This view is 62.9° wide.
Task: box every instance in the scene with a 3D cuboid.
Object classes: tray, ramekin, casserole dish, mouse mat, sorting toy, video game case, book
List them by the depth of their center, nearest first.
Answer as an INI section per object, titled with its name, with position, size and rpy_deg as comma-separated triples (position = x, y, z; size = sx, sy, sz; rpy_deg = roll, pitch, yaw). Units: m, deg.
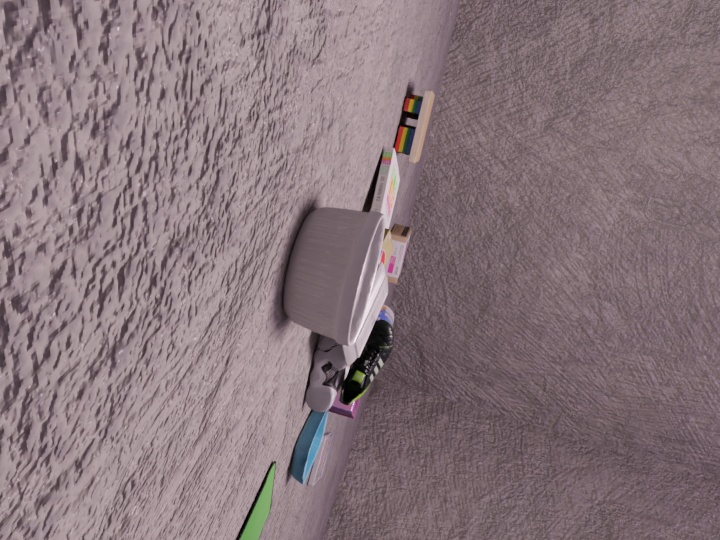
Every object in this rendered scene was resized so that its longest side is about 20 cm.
[ramekin]
position = -0.038, 0.002, 0.865
size = 0.200, 0.105, 0.201
rpy_deg = 14, 90, -84
[mouse mat]
position = -0.188, 0.453, 1.025
size = 0.200, 0.008, 0.161
rpy_deg = -67, 170, -58
[tray]
position = 0.016, 0.090, 1.183
size = 0.108, 0.022, 0.200
rpy_deg = 83, 29, -59
[casserole dish]
position = -0.118, 0.396, 1.354
size = 0.200, 0.039, 0.122
rpy_deg = -58, 162, -67
[book]
position = 0.056, -0.185, 1.458
size = 0.134, 0.048, 0.201
rpy_deg = 79, 20, -62
[sorting toy]
position = 0.155, -0.422, 1.715
size = 0.199, 0.069, 0.201
rpy_deg = -53, 156, -74
[video game case]
position = -0.120, 0.575, 1.811
size = 0.200, 0.018, 0.144
rpy_deg = 73, 31, -78

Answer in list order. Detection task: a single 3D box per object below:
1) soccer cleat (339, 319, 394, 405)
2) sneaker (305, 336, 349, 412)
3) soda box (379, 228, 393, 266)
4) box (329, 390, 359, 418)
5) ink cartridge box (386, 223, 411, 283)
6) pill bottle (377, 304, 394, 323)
[soccer cleat]
position = 0.013, 0.196, 1.230
size = 0.200, 0.067, 0.081
rpy_deg = -65, 173, 19
[sneaker]
position = -0.059, 0.194, 1.262
size = 0.115, 0.075, 0.201
rpy_deg = -56, 164, -73
[soda box]
position = 0.000, 0.000, 1.201
size = 0.068, 0.064, 0.200
rpy_deg = 77, 32, -46
[box]
position = -0.039, 0.265, 1.477
size = 0.200, 0.096, 0.176
rpy_deg = 84, 22, -71
[ink cartridge box]
position = 0.141, -0.068, 2.360
size = 0.165, 0.075, 0.201
rpy_deg = -62, 165, -69
[pill bottle]
position = 0.039, 0.212, 1.952
size = 0.200, 0.112, 0.112
rpy_deg = -68, 170, -47
